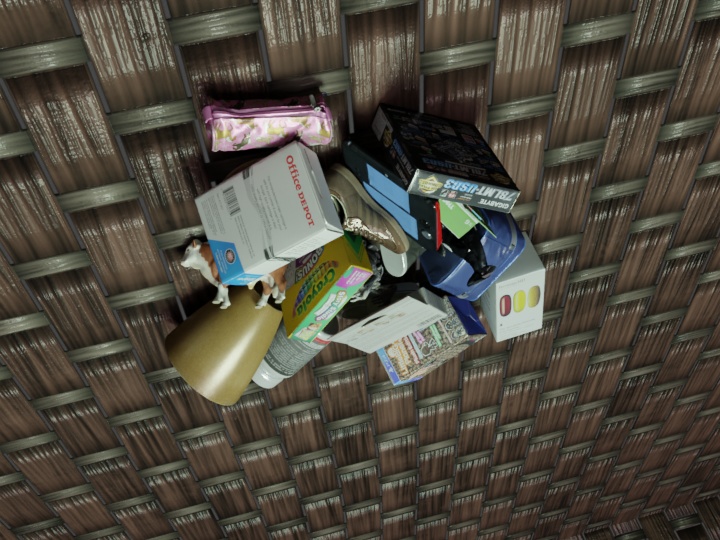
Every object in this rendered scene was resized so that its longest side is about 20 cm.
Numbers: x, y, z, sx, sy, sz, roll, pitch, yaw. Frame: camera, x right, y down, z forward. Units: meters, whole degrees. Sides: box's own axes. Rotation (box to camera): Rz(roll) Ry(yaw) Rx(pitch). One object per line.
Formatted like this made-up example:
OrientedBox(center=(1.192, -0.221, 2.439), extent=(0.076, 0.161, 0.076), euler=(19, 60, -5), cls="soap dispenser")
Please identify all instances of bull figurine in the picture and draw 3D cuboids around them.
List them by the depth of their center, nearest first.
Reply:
OrientedBox(center=(-0.222, 0.003, 1.278), extent=(0.194, 0.125, 0.065), euler=(-1, 163, -18), cls="bull figurine")

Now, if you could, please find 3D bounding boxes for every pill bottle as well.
OrientedBox(center=(-0.146, 0.145, 1.463), extent=(0.113, 0.116, 0.199), euler=(27, 122, -39), cls="pill bottle")

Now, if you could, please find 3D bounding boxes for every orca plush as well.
OrientedBox(center=(0.159, -0.060, 1.279), extent=(0.070, 0.204, 0.105), euler=(14, 138, -41), cls="orca plush")

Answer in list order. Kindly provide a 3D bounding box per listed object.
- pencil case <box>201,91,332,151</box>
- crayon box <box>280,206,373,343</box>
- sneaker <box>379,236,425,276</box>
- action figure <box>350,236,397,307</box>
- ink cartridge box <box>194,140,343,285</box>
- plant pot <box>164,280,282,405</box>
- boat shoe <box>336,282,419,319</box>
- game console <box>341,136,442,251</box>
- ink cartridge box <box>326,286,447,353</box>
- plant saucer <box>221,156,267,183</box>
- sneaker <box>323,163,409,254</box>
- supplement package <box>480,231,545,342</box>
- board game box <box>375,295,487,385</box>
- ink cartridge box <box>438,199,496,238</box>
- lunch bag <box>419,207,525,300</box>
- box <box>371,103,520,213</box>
OrientedBox(center=(-0.142, -0.227, 1.090), extent=(0.194, 0.084, 0.088), euler=(-6, 130, -12), cls="pencil case")
OrientedBox(center=(-0.074, -0.002, 1.286), extent=(0.057, 0.175, 0.201), euler=(18, 127, -34), cls="crayon box")
OrientedBox(center=(0.078, -0.102, 1.324), extent=(0.099, 0.069, 0.206), euler=(-35, 126, -45), cls="sneaker")
OrientedBox(center=(0.000, 0.000, 1.361), extent=(0.101, 0.120, 0.201), euler=(-31, 144, 3), cls="action figure")
OrientedBox(center=(-0.141, -0.085, 1.114), extent=(0.196, 0.150, 0.084), euler=(-24, 168, 17), cls="ink cartridge box")
OrientedBox(center=(-0.243, 0.116, 1.371), extent=(0.201, 0.187, 0.185), euler=(-47, 133, 10), cls="plant pot")
OrientedBox(center=(0.039, 0.072, 1.489), extent=(0.194, 0.063, 0.073), euler=(-11, 139, -9), cls="boat shoe")
OrientedBox(center=(0.053, -0.121, 1.180), extent=(0.031, 0.198, 0.177), euler=(-49, 161, -10), cls="game console")
OrientedBox(center=(0.050, 0.094, 1.412), extent=(0.197, 0.046, 0.175), euler=(-28, 152, 23), cls="ink cartridge box")
OrientedBox(center=(-0.157, -0.124, 1.229), extent=(0.194, 0.036, 0.203), euler=(-10, 137, -9), cls="plant saucer")
OrientedBox(center=(-0.001, -0.087, 1.226), extent=(0.200, 0.070, 0.076), euler=(46, 77, -17), cls="sneaker")
OrientedBox(center=(0.319, 0.037, 1.518), extent=(0.111, 0.111, 0.203), euler=(-17, 139, -2), cls="supplement package")
OrientedBox(center=(0.153, 0.149, 1.544), extent=(0.198, 0.098, 0.158), euler=(-36, 163, 20), cls="board game box")
OrientedBox(center=(0.145, -0.125, 1.210), extent=(0.059, 0.202, 0.103), euler=(-39, 135, 16), cls="ink cartridge box")
OrientedBox(center=(0.212, -0.039, 1.377), extent=(0.130, 0.138, 0.201), euler=(19, 127, -34), cls="lunch bag")
OrientedBox(center=(0.134, -0.182, 1.146), extent=(0.195, 0.201, 0.050), euler=(7, 130, -26), cls="box")
